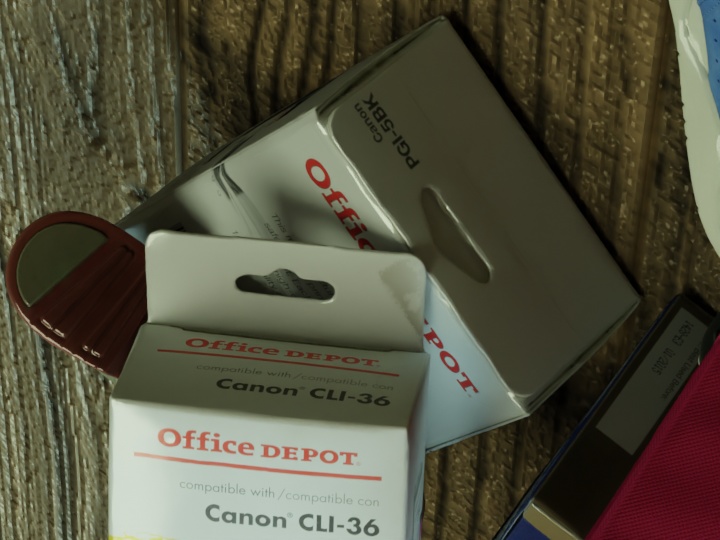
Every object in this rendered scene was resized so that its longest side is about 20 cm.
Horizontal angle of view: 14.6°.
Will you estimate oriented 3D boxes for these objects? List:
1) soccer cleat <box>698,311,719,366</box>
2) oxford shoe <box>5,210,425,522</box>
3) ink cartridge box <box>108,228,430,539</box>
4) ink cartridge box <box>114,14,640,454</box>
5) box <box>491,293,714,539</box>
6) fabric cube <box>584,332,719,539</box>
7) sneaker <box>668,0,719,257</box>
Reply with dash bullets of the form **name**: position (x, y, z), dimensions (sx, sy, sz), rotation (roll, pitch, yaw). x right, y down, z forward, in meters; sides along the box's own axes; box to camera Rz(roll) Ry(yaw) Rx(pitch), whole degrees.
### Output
- **soccer cleat**: position (0.215, 0.061, 0.991), dimensions (0.200, 0.068, 0.073), rotation (17, 156, 37)
- **oxford shoe**: position (-0.054, 0.045, 1.154), dimensions (0.200, 0.070, 0.075), rotation (41, 180, 3)
- **ink cartridge box**: position (-0.036, 0.090, 1.076), dimensions (0.116, 0.068, 0.201), rotation (5, 116, 7)
- **ink cartridge box**: position (0.000, 0.000, 1.162), dimensions (0.147, 0.083, 0.200), rotation (55, 147, -7)
- **box**: position (0.075, 0.104, 1.133), dimensions (0.032, 0.121, 0.200), rotation (37, 145, 4)
- **fabric cube**: position (0.147, 0.171, 0.967), dimensions (0.200, 0.200, 0.196), rotation (32, 162, 10)
- **sneaker**: position (0.164, -0.058, 0.914), dimensions (0.111, 0.077, 0.200), rotation (16, 127, 55)
